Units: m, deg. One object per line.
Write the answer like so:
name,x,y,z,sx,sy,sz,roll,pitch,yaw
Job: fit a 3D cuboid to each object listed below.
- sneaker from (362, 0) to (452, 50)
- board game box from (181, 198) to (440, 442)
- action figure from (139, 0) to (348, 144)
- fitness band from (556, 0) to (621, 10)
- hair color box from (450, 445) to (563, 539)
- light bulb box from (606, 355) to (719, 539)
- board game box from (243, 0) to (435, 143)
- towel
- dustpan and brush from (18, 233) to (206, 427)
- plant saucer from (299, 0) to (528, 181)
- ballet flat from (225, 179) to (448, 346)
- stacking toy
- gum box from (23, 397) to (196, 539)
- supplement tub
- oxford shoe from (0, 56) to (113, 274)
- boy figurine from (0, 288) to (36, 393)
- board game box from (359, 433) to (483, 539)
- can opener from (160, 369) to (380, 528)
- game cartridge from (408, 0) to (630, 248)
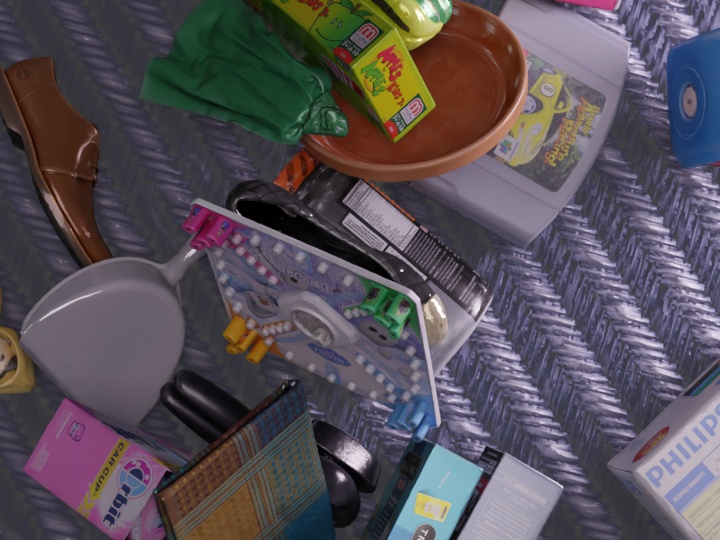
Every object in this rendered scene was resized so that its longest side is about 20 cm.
sneaker,-0.001,-0.261,1.450,0.083,0.074,0.200,-23,66,-41
board game box,-0.037,0.043,1.345,0.199,0.201,0.026,24,63,22
action figure,-0.081,-0.150,1.397,0.199,0.055,0.119,31,89,39
fitness band,0.188,-0.294,1.435,0.198,0.038,0.145,7,119,-25
hair color box,0.086,0.247,1.421,0.060,0.099,0.201,29,86,-2
light bulb box,0.346,0.171,1.429,0.198,0.125,0.200,-42,90,-4
board game box,-0.031,-0.195,1.382,0.048,0.102,0.200,-42,53,-6
towel,-0.084,0.189,1.328,0.146,0.201,0.022,-39,51,-26
dustpan and brush,-0.174,0.026,1.428,0.200,0.057,0.140,-41,121,-5
plant saucer,0.039,-0.147,1.419,0.198,0.032,0.202,-6,49,7
ballet flat,-0.021,0.001,1.325,0.199,0.057,0.067,33,105,0
stacking toy,0.365,-0.146,1.468,0.198,0.116,0.111,-4,88,-18
gum box,-0.156,0.176,1.353,0.113,0.200,0.067,29,86,31
supplement tub,0.000,0.000,1.415,0.200,0.123,0.123,40,86,-1
oxford shoe,-0.241,-0.085,1.431,0.071,0.071,0.202,-23,90,-13
boy figurine,-0.349,0.034,1.420,0.124,0.064,0.200,-43,88,-7
board game box,0.025,0.234,1.391,0.047,0.151,0.201,28,86,-3
can opener,-0.079,0.148,1.434,0.199,0.063,0.079,30,42,-10
game cartridge,0.143,-0.129,1.474,0.132,0.041,0.201,28,86,-6
